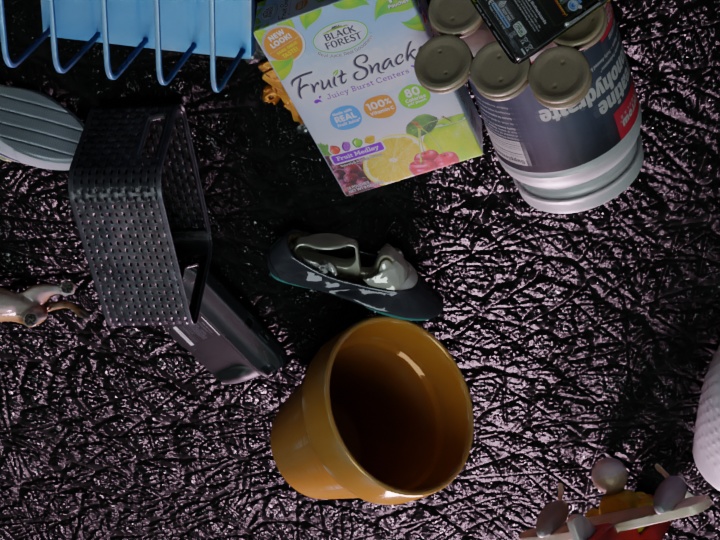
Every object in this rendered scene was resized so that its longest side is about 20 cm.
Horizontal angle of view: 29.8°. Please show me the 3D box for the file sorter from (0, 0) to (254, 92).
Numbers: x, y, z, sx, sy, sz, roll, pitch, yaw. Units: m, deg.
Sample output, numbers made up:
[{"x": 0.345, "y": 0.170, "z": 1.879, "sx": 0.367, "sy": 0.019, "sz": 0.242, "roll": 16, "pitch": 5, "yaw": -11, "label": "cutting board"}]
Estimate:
[{"x": -0.200, "y": -0.241, "z": 1.159, "sx": 0.198, "sy": 0.123, "sz": 0.140, "roll": 8, "pitch": 120, "yaw": 7, "label": "file sorter"}]

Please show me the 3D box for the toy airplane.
[{"x": 0.300, "y": 0.296, "z": 1.626, "sx": 0.198, "sy": 0.143, "sz": 0.199, "roll": -6, "pitch": 166, "yaw": -6, "label": "toy airplane"}]

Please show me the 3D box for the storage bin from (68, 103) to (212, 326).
[{"x": -0.216, "y": -0.054, "z": 1.353, "sx": 0.093, "sy": 0.136, "sz": 0.201, "roll": -1, "pitch": 133, "yaw": 6, "label": "storage bin"}]

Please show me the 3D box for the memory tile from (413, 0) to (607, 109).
[{"x": 0.132, "y": -0.231, "z": 1.109, "sx": 0.152, "sy": 0.202, "sz": 0.017, "roll": 8, "pitch": 163, "yaw": 22, "label": "memory tile"}]

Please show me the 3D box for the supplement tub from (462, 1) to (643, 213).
[{"x": 0.172, "y": -0.166, "z": 1.208, "sx": 0.139, "sy": 0.141, "sz": 0.201, "roll": -13, "pitch": 130, "yaw": 17, "label": "supplement tub"}]

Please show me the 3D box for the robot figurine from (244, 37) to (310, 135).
[{"x": -0.006, "y": -0.204, "z": 1.247, "sx": 0.198, "sy": 0.059, "sz": 0.145, "roll": -21, "pitch": 127, "yaw": 22, "label": "robot figurine"}]

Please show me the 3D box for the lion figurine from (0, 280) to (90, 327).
[{"x": -0.405, "y": 0.034, "z": 1.497, "sx": 0.198, "sy": 0.073, "sz": 0.122, "roll": 17, "pitch": 166, "yaw": -19, "label": "lion figurine"}]

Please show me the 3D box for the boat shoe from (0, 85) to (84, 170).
[{"x": -0.364, "y": -0.146, "z": 1.341, "sx": 0.198, "sy": 0.073, "sz": 0.062, "roll": 20, "pitch": 157, "yaw": -8, "label": "boat shoe"}]

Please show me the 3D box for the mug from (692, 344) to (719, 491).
[{"x": 0.438, "y": 0.155, "z": 1.441, "sx": 0.146, "sy": 0.201, "sz": 0.177, "roll": 4, "pitch": 127, "yaw": 9, "label": "mug"}]

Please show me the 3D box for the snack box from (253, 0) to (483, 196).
[{"x": 0.011, "y": -0.169, "z": 1.201, "sx": 0.141, "sy": 0.053, "sz": 0.201, "roll": -16, "pitch": 131, "yaw": 17, "label": "snack box"}]

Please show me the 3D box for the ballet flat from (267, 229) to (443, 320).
[{"x": 0.000, "y": 0.000, "z": 1.431, "sx": 0.198, "sy": 0.073, "sz": 0.073, "roll": 16, "pitch": 133, "yaw": -6, "label": "ballet flat"}]

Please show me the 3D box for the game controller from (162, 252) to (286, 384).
[{"x": -0.172, "y": 0.057, "z": 1.527, "sx": 0.104, "sy": 0.042, "sz": 0.200, "roll": -13, "pitch": 131, "yaw": 36, "label": "game controller"}]

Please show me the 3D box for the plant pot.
[{"x": -0.005, "y": 0.174, "z": 1.523, "sx": 0.199, "sy": 0.202, "sz": 0.183, "roll": 31, "pitch": 144, "yaw": -22, "label": "plant pot"}]

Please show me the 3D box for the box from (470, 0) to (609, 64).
[{"x": 0.145, "y": -0.297, "z": 1.049, "sx": 0.192, "sy": 0.048, "sz": 0.201, "roll": -35, "pitch": 91, "yaw": 3, "label": "box"}]
